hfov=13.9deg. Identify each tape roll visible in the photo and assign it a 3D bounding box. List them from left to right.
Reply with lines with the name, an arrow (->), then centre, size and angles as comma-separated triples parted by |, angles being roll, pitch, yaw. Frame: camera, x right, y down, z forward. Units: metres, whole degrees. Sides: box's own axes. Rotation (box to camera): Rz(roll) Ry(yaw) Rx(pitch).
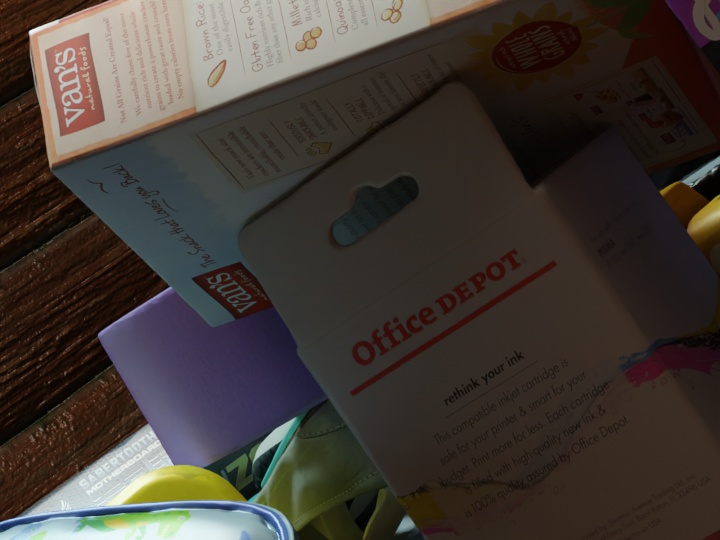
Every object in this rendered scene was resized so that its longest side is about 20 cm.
tape roll -> 0.000, 0.000, 1.136 | 0.200, 0.066, 0.200 | -31, 2, 1

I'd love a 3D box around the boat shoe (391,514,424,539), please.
boat shoe -> 0.032, 0.124, 1.346 | 0.062, 0.072, 0.200 | -31, 6, 29

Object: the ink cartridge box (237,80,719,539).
ink cartridge box -> 0.063, 0.037, 0.961 | 0.116, 0.200, 0.067 | -33, 3, 35

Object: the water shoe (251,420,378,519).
water shoe -> 0.015, 0.054, 1.319 | 0.079, 0.072, 0.200 | -49, 8, -33

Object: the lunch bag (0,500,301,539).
lunch bag -> -0.090, 0.168, 0.949 | 0.160, 0.083, 0.200 | -9, 39, 29

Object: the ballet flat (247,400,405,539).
ballet flat -> -0.022, 0.109, 1.281 | 0.067, 0.064, 0.200 | -37, -9, -34

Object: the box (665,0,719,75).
box -> 0.182, -0.043, 0.913 | 0.036, 0.200, 0.143 | -37, -1, 39

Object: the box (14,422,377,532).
box -> -0.064, 0.137, 1.447 | 0.200, 0.158, 0.051 | -36, 40, -12

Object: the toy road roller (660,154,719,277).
toy road roller -> 0.161, 0.011, 1.083 | 0.146, 0.123, 0.200 | -33, 2, 42

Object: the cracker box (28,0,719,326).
cracker box -> 0.010, -0.060, 0.962 | 0.199, 0.058, 0.134 | -20, -28, 12

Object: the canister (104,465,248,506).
canister -> -0.079, 0.158, 1.153 | 0.148, 0.087, 0.200 | -43, -16, -6

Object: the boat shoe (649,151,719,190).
boat shoe -> 0.114, -0.012, 1.251 | 0.075, 0.066, 0.200 | -80, 12, -56
